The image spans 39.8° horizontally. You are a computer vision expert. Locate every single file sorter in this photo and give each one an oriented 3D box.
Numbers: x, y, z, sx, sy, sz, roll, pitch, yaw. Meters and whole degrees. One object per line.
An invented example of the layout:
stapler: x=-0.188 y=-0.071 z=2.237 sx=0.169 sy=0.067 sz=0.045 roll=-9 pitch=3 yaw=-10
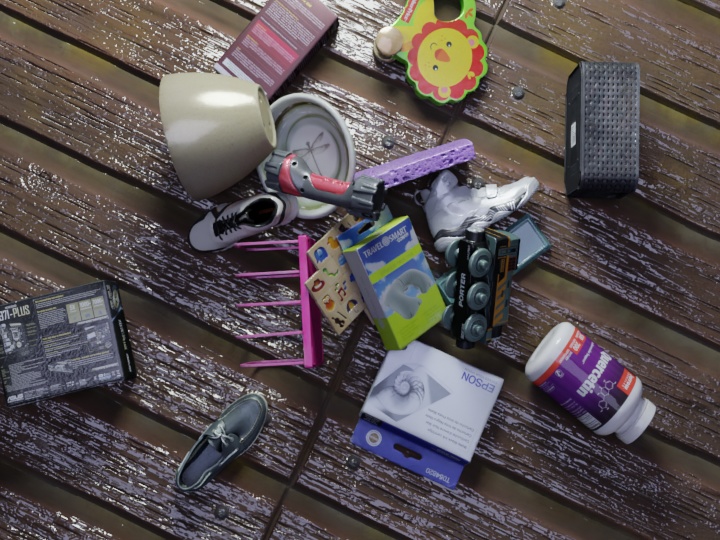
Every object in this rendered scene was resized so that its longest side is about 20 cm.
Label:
file sorter: x=-0.132 y=0.054 z=1.589 sx=0.123 sy=0.139 sz=0.203 roll=-3 pitch=87 yaw=4

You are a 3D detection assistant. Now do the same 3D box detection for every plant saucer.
plant saucer: x=0.218 y=-0.009 z=1.642 sx=0.199 sy=0.019 sz=0.070 roll=-36 pitch=88 yaw=-2
plant saucer: x=-0.082 y=-0.187 z=1.616 sx=0.198 sy=0.050 sz=0.203 roll=10 pitch=108 yaw=31

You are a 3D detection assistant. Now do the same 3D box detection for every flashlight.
flashlight: x=-0.053 y=-0.137 z=1.544 sx=0.198 sy=0.068 sz=0.068 roll=14 pitch=56 yaw=27

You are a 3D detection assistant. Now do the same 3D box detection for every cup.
cup: x=-0.213 y=-0.225 z=1.563 sx=0.141 sy=0.200 sz=0.203 roll=-13 pitch=87 yaw=7

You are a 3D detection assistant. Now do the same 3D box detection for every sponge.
sponge: x=0.084 y=-0.167 z=1.604 sx=0.197 sy=0.112 sz=0.030 roll=-18 pitch=101 yaw=0

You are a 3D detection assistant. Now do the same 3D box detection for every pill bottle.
pill bottle: x=0.367 y=0.182 z=1.583 sx=0.199 sy=0.112 sz=0.113 roll=38 pitch=89 yaw=3

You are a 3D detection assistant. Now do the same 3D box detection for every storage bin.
storage bin: x=0.383 y=-0.221 z=1.589 sx=0.092 sy=0.135 sz=0.203 roll=2 pitch=87 yaw=1

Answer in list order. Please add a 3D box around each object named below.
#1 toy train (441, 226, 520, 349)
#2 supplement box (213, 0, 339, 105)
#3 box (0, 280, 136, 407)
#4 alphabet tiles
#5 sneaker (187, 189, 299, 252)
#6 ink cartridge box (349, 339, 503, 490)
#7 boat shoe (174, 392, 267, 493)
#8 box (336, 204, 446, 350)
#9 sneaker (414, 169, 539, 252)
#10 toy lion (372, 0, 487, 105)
toy train: x=0.194 y=0.026 z=1.581 sx=0.113 sy=0.085 sz=0.203 roll=-9 pitch=110 yaw=-33
supplement box: x=-0.138 y=-0.371 z=1.645 sx=0.109 sy=0.061 sz=0.200 roll=41 pitch=90 yaw=2
box: x=-0.483 y=0.118 z=1.617 sx=0.197 sy=0.086 sz=0.166 roll=-14 pitch=87 yaw=0
alphabet tiles: x=0.000 y=0.000 z=1.574 sx=0.200 sy=0.008 sz=0.168 roll=-44 pitch=112 yaw=-31
sneaker: x=-0.200 y=-0.083 z=1.612 sx=0.198 sy=0.080 sz=0.075 roll=-22 pitch=90 yaw=16
ink cartridge box: x=0.106 y=0.229 z=1.622 sx=0.197 sy=0.041 sz=0.202 roll=23 pitch=88 yaw=2
boat shoe: x=-0.226 y=0.283 z=1.616 sx=0.073 sy=0.062 sz=0.200 roll=44 pitch=89 yaw=3
box: x=0.053 y=0.010 z=1.579 sx=0.121 sy=0.047 sz=0.202 roll=-33 pitch=106 yaw=-32
sneaker: x=0.186 y=-0.125 z=1.619 sx=0.198 sy=0.075 sz=0.116 roll=-30 pitch=90 yaw=3
toy lion: x=0.129 y=-0.385 z=1.644 sx=0.190 sy=0.069 sz=0.202 roll=25 pitch=88 yaw=-5
